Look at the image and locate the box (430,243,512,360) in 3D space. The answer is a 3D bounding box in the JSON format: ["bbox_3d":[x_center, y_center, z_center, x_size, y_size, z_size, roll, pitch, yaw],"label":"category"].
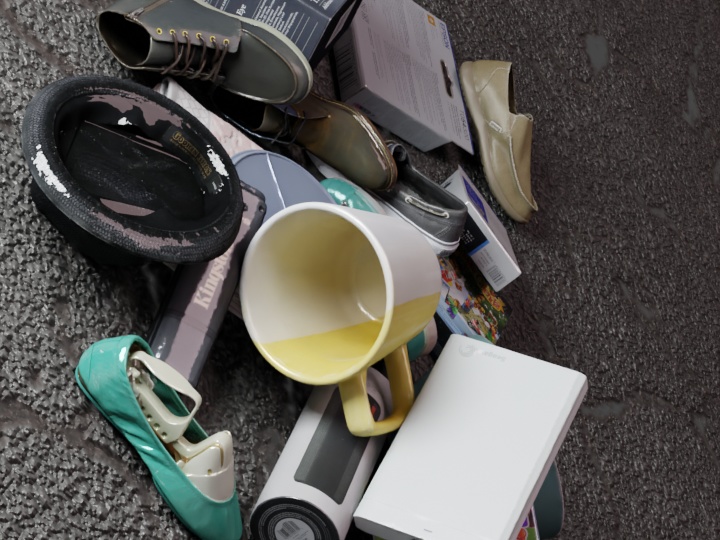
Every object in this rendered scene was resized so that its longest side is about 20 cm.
[{"bbox_3d":[0.072,0.003,1.883,0.201,0.038,0.137,52,32,-11],"label":"box"}]

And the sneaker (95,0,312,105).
[{"bbox_3d":[-0.146,-0.195,1.661,0.198,0.075,0.106,26,31,3],"label":"sneaker"}]

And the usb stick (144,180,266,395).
[{"bbox_3d":[-0.132,0.012,1.521,0.055,0.033,0.202,25,62,-8],"label":"usb stick"}]

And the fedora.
[{"bbox_3d":[-0.198,-0.064,1.487,0.199,0.092,0.202,21,45,-23],"label":"fedora"}]

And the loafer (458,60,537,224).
[{"bbox_3d":[0.171,-0.154,2.100,0.076,0.067,0.202,-25,96,-74],"label":"loafer"}]

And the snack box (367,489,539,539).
[{"bbox_3d":[0.089,0.276,1.535,0.053,0.140,0.202,63,18,-78],"label":"snack box"}]

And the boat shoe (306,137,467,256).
[{"bbox_3d":[0.029,-0.097,1.814,0.200,0.067,0.070,43,35,22],"label":"boat shoe"}]

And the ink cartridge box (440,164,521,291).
[{"bbox_3d":[0.126,-0.049,1.965,0.100,0.039,0.200,52,10,-11],"label":"ink cartridge box"}]

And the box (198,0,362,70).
[{"bbox_3d":[-0.095,-0.290,1.775,0.181,0.105,0.200,31,34,0],"label":"box"}]

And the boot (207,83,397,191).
[{"bbox_3d":[-0.060,-0.134,1.762,0.200,0.075,0.097,40,38,14],"label":"boot"}]

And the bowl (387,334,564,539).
[{"bbox_3d":[0.094,0.171,1.659,0.104,0.201,0.202,-22,78,-14],"label":"bowl"}]

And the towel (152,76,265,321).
[{"bbox_3d":[-0.126,-0.059,1.659,0.191,0.032,0.201,37,38,-32],"label":"towel"}]

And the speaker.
[{"bbox_3d":[-0.029,0.166,1.560,0.081,0.081,0.200,49,32,-15],"label":"speaker"}]

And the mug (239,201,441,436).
[{"bbox_3d":[-0.008,0.031,1.562,0.148,0.189,0.153,21,14,25],"label":"mug"}]

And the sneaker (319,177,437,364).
[{"bbox_3d":[0.000,0.000,1.751,0.080,0.071,0.201,-15,72,-53],"label":"sneaker"}]

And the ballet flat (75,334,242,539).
[{"bbox_3d":[-0.144,0.133,1.430,0.201,0.070,0.067,53,31,-11],"label":"ballet flat"}]

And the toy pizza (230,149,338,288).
[{"bbox_3d":[-0.067,-0.016,1.646,0.200,0.032,0.202,34,41,-35],"label":"toy pizza"}]

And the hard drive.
[{"bbox_3d":[0.096,0.153,1.530,0.201,0.131,0.026,-59,154,-31],"label":"hard drive"}]

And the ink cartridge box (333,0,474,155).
[{"bbox_3d":[0.040,-0.237,2.042,0.199,0.043,0.198,29,42,-45],"label":"ink cartridge box"}]
